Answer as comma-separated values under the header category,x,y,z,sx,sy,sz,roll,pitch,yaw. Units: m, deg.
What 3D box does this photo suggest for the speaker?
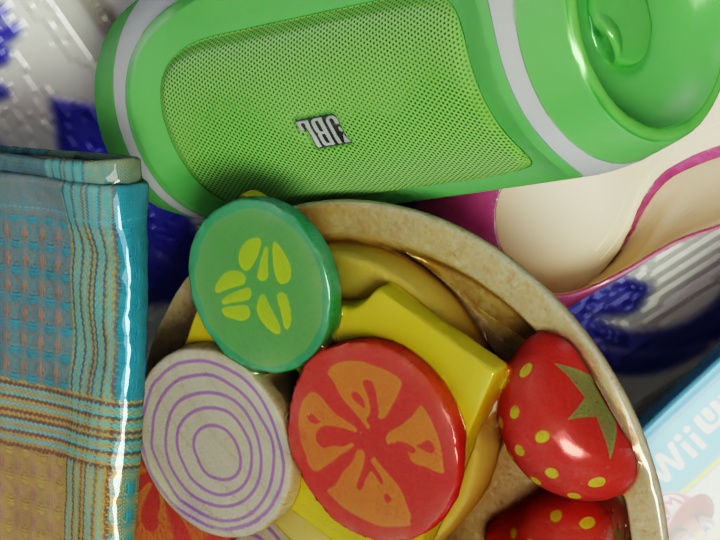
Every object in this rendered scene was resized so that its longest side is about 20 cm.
category,x,y,z,sx,sy,sz,roll,pitch,yaw
speaker,0.010,-0.063,0.765,0.199,0.088,0.089,-7,117,45

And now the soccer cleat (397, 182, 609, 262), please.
category,x,y,z,sx,sy,sz,roll,pitch,yaw
soccer cleat,0.000,0.000,0.858,0.199,0.068,0.081,-35,88,8

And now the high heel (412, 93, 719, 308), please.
category,x,y,z,sx,sy,sz,roll,pitch,yaw
high heel,0.088,-0.025,0.765,0.199,0.096,0.068,-31,110,10

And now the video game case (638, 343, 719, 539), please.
category,x,y,z,sx,sy,sz,roll,pitch,yaw
video game case,0.163,0.113,0.807,0.143,0.018,0.200,-43,95,10

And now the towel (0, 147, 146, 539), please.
category,x,y,z,sx,sy,sz,roll,pitch,yaw
towel,-0.124,0.060,0.806,0.022,0.146,0.202,-1,96,-49

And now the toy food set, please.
category,x,y,z,sx,sy,sz,roll,pitch,yaw
toy food set,0.002,0.076,0.777,0.197,0.049,0.201,34,122,22
